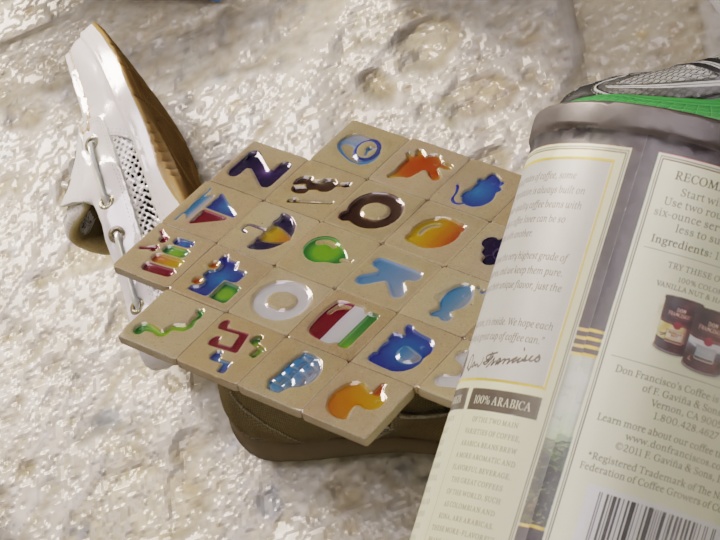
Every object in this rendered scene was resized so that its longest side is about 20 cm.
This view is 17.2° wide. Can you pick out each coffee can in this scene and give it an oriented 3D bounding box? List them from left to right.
[{"bbox_3d":[0.105,0.057,0.881,0.146,0.146,0.201,12,79,35],"label":"coffee can"}]

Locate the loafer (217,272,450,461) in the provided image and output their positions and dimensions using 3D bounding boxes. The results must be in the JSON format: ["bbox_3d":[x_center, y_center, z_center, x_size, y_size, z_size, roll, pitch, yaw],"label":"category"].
[{"bbox_3d":[0.022,0.038,1.017,0.199,0.067,0.076,-14,55,23],"label":"loafer"}]

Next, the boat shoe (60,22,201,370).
[{"bbox_3d":[-0.114,-0.037,1.143,0.069,0.071,0.200,-32,51,7],"label":"boat shoe"}]

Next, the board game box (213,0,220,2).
[{"bbox_3d":[-0.152,-0.229,1.263,0.199,0.037,0.152,10,65,10],"label":"board game box"}]

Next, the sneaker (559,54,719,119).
[{"bbox_3d":[0.178,-0.066,0.994,0.199,0.078,0.085,-2,51,17],"label":"sneaker"}]

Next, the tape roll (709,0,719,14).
[{"bbox_3d":[0.232,-0.165,0.974,0.202,0.071,0.203,-9,40,7],"label":"tape roll"}]

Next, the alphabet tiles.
[{"bbox_3d":[0.000,0.000,1.010,0.200,0.006,0.166,20,48,33],"label":"alphabet tiles"}]
